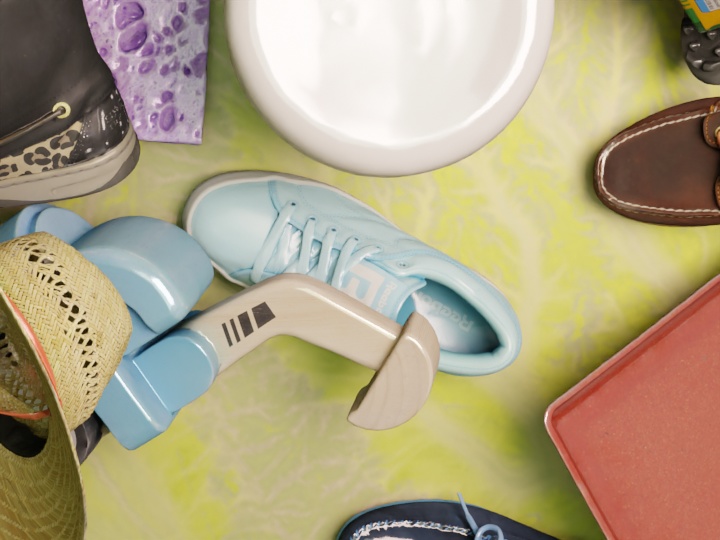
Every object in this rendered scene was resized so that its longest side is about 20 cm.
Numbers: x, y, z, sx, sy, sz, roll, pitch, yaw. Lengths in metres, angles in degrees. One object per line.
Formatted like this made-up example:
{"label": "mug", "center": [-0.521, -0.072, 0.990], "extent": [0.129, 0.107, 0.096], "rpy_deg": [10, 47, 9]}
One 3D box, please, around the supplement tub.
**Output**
{"label": "supplement tub", "center": [0.008, -0.122, 0.707], "extent": [0.144, 0.200, 0.145], "rpy_deg": [0, 97, -3]}

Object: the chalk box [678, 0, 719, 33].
{"label": "chalk box", "center": [0.191, -0.243, 0.702], "extent": [0.124, 0.125, 0.201], "rpy_deg": [-15, 64, 25]}

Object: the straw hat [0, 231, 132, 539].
{"label": "straw hat", "center": [-0.150, 0.032, 0.654], "extent": [0.085, 0.201, 0.202], "rpy_deg": [-31, 101, -38]}

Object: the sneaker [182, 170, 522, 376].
{"label": "sneaker", "center": [0.000, 0.000, 0.781], "extent": [0.199, 0.082, 0.074], "rpy_deg": [20, 94, -8]}

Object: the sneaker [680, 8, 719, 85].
{"label": "sneaker", "center": [0.244, -0.180, 0.782], "extent": [0.090, 0.066, 0.201], "rpy_deg": [28, 88, -42]}

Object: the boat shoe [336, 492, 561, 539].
{"label": "boat shoe", "center": [0.085, 0.173, 0.816], "extent": [0.199, 0.069, 0.085], "rpy_deg": [9, 96, -7]}

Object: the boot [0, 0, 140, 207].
{"label": "boot", "center": [-0.217, -0.099, 0.697], "extent": [0.203, 0.074, 0.154], "rpy_deg": [-9, 132, -4]}

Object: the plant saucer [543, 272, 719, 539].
{"label": "plant saucer", "center": [0.208, 0.109, 0.809], "extent": [0.200, 0.037, 0.200], "rpy_deg": [-34, 99, -23]}

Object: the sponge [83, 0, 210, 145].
{"label": "sponge", "center": [-0.180, -0.130, 0.774], "extent": [0.199, 0.030, 0.112], "rpy_deg": [4, 96, -6]}

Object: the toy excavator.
{"label": "toy excavator", "center": [-0.086, 0.029, 0.737], "extent": [0.200, 0.100, 0.195], "rpy_deg": [-32, 100, 19]}

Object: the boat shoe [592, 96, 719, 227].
{"label": "boat shoe", "center": [0.218, -0.063, 0.769], "extent": [0.199, 0.070, 0.071], "rpy_deg": [-8, 89, 20]}
